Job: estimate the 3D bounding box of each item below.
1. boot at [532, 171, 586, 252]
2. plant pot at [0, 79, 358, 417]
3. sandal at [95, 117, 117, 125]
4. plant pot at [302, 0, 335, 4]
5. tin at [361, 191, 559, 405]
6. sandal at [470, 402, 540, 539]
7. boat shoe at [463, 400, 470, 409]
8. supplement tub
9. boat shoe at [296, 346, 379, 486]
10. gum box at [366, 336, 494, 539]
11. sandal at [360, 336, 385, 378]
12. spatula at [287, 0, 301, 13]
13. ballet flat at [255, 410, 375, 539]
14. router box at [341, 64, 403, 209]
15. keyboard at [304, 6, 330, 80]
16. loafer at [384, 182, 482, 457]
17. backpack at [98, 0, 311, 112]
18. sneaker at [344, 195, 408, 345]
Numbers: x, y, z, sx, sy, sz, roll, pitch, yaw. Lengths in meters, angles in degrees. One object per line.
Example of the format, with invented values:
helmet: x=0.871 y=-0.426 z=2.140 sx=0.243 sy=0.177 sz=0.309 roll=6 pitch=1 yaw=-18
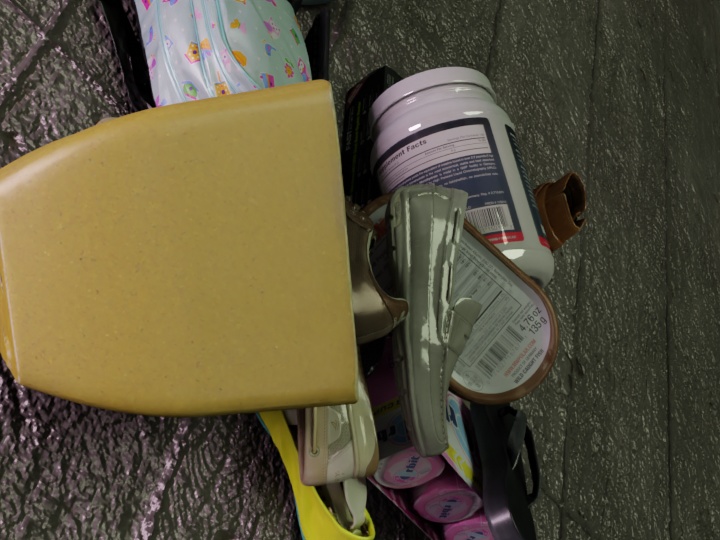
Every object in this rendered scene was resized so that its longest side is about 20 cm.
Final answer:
boot: x=0.180 y=-0.011 z=1.064 sx=0.077 sy=0.154 sz=0.202 roll=43 pitch=42 yaw=-27
plant pot: x=-0.135 y=-0.010 z=0.620 sx=0.197 sy=0.194 sz=0.199 roll=-7 pitch=97 yaw=-25
sandal: x=-0.138 y=-0.035 z=0.756 sx=0.077 sy=0.069 sz=0.215 roll=-13 pitch=81 yaw=-53
plant pot: x=-0.036 y=-0.392 z=0.994 sx=0.199 sy=0.194 sz=0.199 roll=18 pitch=56 yaw=-55
tin: x=0.072 y=0.020 z=0.772 sx=0.200 sy=0.112 sz=0.042 roll=42 pitch=-5 yaw=5
sandal: x=0.131 y=0.165 z=0.814 sx=0.077 sy=0.042 sz=0.201 roll=57 pitch=15 yaw=-23
boat shoe: x=0.117 y=0.180 z=0.966 sx=0.057 sy=0.066 sz=0.203 roll=51 pitch=34 yaw=-62
supplement tub: x=0.087 y=-0.066 z=0.884 sx=0.139 sy=0.139 sz=0.203 roll=10 pitch=60 yaw=-48
boat shoe: x=-0.037 y=0.061 z=0.738 sx=0.064 sy=0.072 sz=0.203 roll=-8 pitch=76 yaw=-14
gum box: x=0.065 y=0.161 z=0.843 sx=0.200 sy=0.065 sz=0.114 roll=51 pitch=19 yaw=-41
sandal: x=-0.049 y=0.009 z=0.819 sx=0.076 sy=0.043 sz=0.201 roll=-35 pitch=76 yaw=-19
spatula: x=-0.046 y=-0.261 z=0.887 sx=0.021 sy=0.200 sz=0.056 roll=44 pitch=32 yaw=6
ballet flat: x=-0.037 y=0.136 z=0.786 sx=0.066 sy=0.067 sz=0.203 roll=-12 pitch=80 yaw=-49
router box: x=0.051 y=-0.096 z=1.029 sx=0.149 sy=0.062 sz=0.202 roll=32 pitch=47 yaw=-35
keyboard: x=-0.053 y=-0.134 z=0.875 sx=0.020 sy=0.128 sz=0.202 roll=11 pitch=51 yaw=-13
loafer: x=0.057 y=0.035 z=0.718 sx=0.070 sy=0.069 sz=0.204 roll=126 pitch=-39 yaw=-85
backpack: x=-0.118 y=-0.184 z=0.813 sx=0.166 sy=0.126 sz=0.203 roll=10 pitch=59 yaw=-47
sneaker: x=-0.030 y=-0.029 z=0.714 sx=0.074 sy=0.071 sz=0.202 roll=-7 pitch=58 yaw=-25
